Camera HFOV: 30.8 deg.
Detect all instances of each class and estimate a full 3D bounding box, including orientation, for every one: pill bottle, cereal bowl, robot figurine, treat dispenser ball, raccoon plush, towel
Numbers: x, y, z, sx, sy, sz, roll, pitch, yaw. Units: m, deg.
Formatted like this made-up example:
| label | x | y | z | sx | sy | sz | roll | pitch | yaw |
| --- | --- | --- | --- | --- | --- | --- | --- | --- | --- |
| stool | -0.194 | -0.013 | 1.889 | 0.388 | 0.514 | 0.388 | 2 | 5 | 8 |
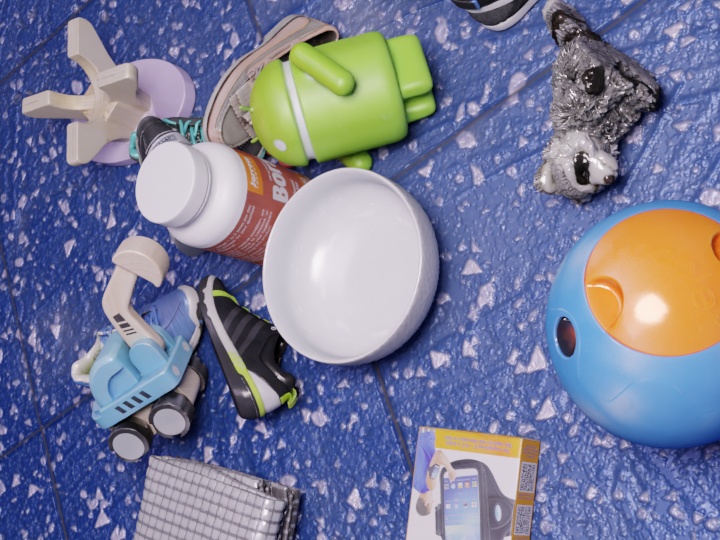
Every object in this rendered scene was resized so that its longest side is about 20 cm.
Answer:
| label | x | y | z | sx | sy | sz | roll | pitch | yaw |
| --- | --- | --- | --- | --- | --- | --- | --- | --- | --- |
| pill bottle | -0.139 | -0.072 | 1.390 | 0.111 | 0.199 | 0.113 | -9 | 75 | 35 |
| cereal bowl | 0.000 | 0.000 | 1.341 | 0.199 | 0.083 | 0.202 | -7 | 77 | 34 |
| robot figurine | -0.025 | -0.177 | 1.355 | 0.198 | 0.176 | 0.117 | -15 | 65 | 0 |
| treat dispenser ball | 0.251 | 0.044 | 1.069 | 0.200 | 0.200 | 0.203 | -9 | 75 | 35 |
| raccoon plush | 0.205 | -0.154 | 1.246 | 0.135 | 0.096 | 0.201 | -59 | 23 | 27 |
| towel | -0.154 | 0.294 | 1.398 | 0.199 | 0.085 | 0.167 | 8 | 83 | 40 |

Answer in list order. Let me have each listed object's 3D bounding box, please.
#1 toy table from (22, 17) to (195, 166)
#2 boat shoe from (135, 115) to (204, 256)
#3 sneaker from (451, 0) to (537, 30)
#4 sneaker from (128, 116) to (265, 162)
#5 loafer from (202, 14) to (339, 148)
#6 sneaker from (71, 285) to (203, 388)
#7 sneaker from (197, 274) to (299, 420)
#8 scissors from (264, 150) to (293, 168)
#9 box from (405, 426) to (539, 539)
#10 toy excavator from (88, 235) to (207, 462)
| label | x | y | z | sx | sy | sz | roll | pitch | yaw |
| --- | --- | --- | --- | --- | --- | --- | --- | --- | --- |
| toy table | -0.314 | -0.205 | 1.607 | 0.199 | 0.117 | 0.185 | -25 | 66 | 30 |
| boat shoe | -0.208 | -0.094 | 1.463 | 0.073 | 0.200 | 0.068 | -37 | 58 | -10 |
| sneaker | 0.165 | -0.326 | 1.271 | 0.200 | 0.112 | 0.073 | -48 | 57 | 19 |
| sneaker | -0.190 | -0.145 | 1.508 | 0.199 | 0.091 | 0.078 | -13 | 71 | 39 |
| loafer | -0.096 | -0.208 | 1.426 | 0.063 | 0.072 | 0.201 | 11 | 54 | 38 |
| sneaker | -0.257 | 0.087 | 1.518 | 0.200 | 0.077 | 0.076 | -42 | 58 | 27 |
| sneaker | -0.119 | 0.081 | 1.441 | 0.082 | 0.072 | 0.201 | -20 | 53 | -9 |
| scissors | -0.037 | -0.195 | 1.455 | 0.200 | 0.014 | 0.073 | -48 | 42 | 15 |
| box | 0.101 | 0.254 | 1.240 | 0.118 | 0.041 | 0.202 | 1 | 79 | 37 |
| toy excavator | -0.246 | 0.083 | 1.430 | 0.194 | 0.200 | 0.100 | -32 | 22 | 23 |
